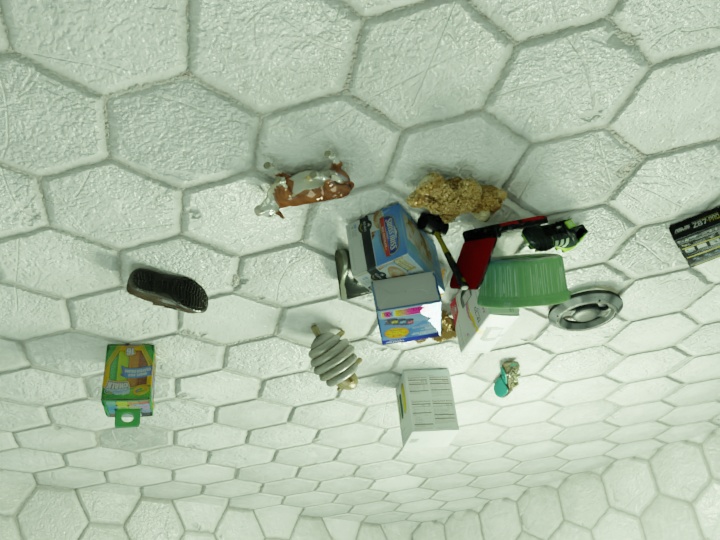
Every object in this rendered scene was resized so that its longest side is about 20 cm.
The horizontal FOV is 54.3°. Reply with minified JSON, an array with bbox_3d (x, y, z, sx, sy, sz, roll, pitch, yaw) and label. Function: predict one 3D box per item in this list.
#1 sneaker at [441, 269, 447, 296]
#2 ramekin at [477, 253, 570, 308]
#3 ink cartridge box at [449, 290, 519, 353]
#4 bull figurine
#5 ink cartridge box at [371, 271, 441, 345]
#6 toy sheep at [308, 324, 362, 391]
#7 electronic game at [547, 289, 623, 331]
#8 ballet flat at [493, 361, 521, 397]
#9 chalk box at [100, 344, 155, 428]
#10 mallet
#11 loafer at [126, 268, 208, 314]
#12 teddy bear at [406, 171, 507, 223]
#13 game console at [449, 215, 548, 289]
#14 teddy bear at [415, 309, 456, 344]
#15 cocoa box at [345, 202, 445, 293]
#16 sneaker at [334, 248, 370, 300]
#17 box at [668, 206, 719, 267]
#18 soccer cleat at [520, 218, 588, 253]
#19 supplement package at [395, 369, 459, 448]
[{"bbox_3d":[0.160,0.055,1.710,0.077,0.079,0.200,8,144,1],"label":"sneaker"},{"bbox_3d":[0.350,0.019,1.526,0.199,0.098,0.200,-5,-176,0],"label":"ramekin"},{"bbox_3d":[0.300,0.094,1.719,0.085,0.148,0.200,1,146,-14],"label":"ink cartridge box"},{"bbox_3d":[-0.114,-0.156,1.311,0.199,0.065,0.122,-14,155,7],"label":"bull figurine"},{"bbox_3d":[0.102,0.090,1.491,0.136,0.077,0.200,-9,151,2],"label":"ink cartridge box"},{"bbox_3d":[-0.072,0.229,1.858,0.138,0.200,0.138,-36,180,0],"label":"toy sheep"},{"bbox_3d":[0.608,0.109,1.901,0.199,0.042,0.200,-3,148,-2],"label":"electronic game"},{"bbox_3d":[0.477,0.347,2.243,0.075,0.068,0.200,-19,147,-10],"label":"ballet flat"},{"bbox_3d":[-0.603,0.309,1.835,0.124,0.201,0.124,1,148,-12],"label":"chalk box"},{"bbox_3d":[0.183,-0.038,1.443,0.066,0.201,0.041,9,133,-42],"label":"mallet"},{"bbox_3d":[-0.437,0.048,1.588,0.199,0.073,0.071,26,146,-34],"label":"loafer"},{"bbox_3d":[0.189,-0.137,1.386,0.199,0.067,0.145,17,143,-34],"label":"teddy bear"},{"bbox_3d":[0.279,-0.035,1.443,0.171,0.119,0.200,-11,-178,-10],"label":"game console"},{"bbox_3d":[0.212,0.146,1.877,0.199,0.067,0.145,-17,138,28],"label":"teddy bear"},{"bbox_3d":[0.077,-0.024,1.498,0.131,0.134,0.200,-21,146,21],"label":"cocoa box"},{"bbox_3d":[0.000,0.000,1.593,0.106,0.075,0.200,-10,157,-4],"label":"sneaker"},{"bbox_3d":[0.836,-0.090,1.623,0.199,0.049,0.161,-26,142,27],"label":"box"},{"bbox_3d":[0.421,-0.081,1.526,0.199,0.068,0.081,0,142,-45],"label":"soccer cleat"},{"bbox_3d":[0.203,0.430,2.184,0.150,0.201,0.152,0,147,-10],"label":"supplement package"}]
